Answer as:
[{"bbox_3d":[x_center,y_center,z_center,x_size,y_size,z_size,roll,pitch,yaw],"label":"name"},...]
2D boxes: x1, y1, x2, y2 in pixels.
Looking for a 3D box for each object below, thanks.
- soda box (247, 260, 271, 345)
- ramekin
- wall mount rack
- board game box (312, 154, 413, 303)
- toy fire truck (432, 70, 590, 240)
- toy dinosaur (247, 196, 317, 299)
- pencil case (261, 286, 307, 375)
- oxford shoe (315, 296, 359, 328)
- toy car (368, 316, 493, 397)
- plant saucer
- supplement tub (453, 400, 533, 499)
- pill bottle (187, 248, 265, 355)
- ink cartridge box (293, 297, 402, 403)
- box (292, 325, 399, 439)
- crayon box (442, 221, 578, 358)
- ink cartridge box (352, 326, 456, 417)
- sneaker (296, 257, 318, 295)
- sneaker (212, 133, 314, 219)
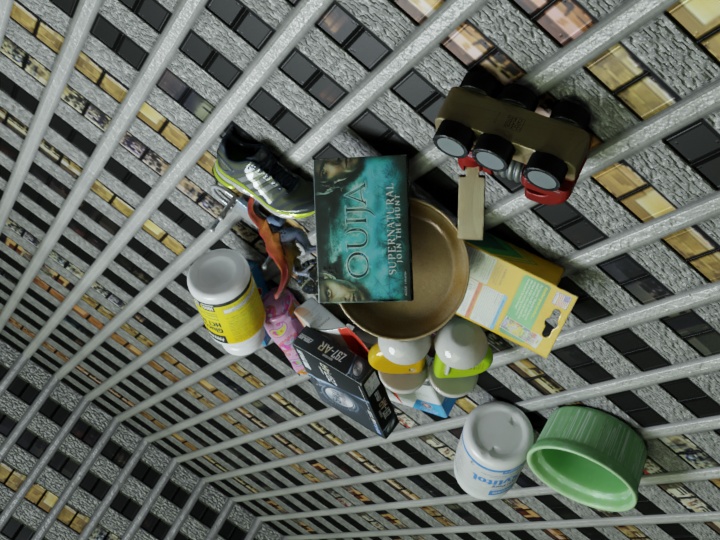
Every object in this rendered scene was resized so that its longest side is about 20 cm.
[{"bbox_3d":[-0.218,0.062,1.914,0.064,0.068,0.201,18,150,23],"label":"soda box"},{"bbox_3d":[0.399,0.323,1.693,0.199,0.098,0.201,24,152,14],"label":"ramekin"},{"bbox_3d":[-0.182,-0.066,1.642,0.199,0.075,0.174,35,165,-9],"label":"wall mount rack"},{"bbox_3d":[0.003,-0.057,1.350,0.134,0.202,0.028,-2,-177,11],"label":"board game box"},{"bbox_3d":[0.178,-0.118,1.188,0.175,0.129,0.200,22,163,17],"label":"toy fire truck"},{"bbox_3d":[-0.130,-0.066,1.538,0.181,0.200,0.106,29,122,23],"label":"toy dinosaur"},{"bbox_3d":[-0.133,0.122,1.912,0.087,0.088,0.201,12,148,32],"label":"pencil case"},{"bbox_3d":[-0.016,0.054,1.698,0.075,0.071,0.199,45,150,-21],"label":"oxford shoe"},{"bbox_3d":[0.114,0.109,1.565,0.198,0.151,0.175,4,150,2],"label":"toy car"},{"bbox_3d":[0.057,-0.003,1.375,0.199,0.202,0.035,26,-172,9],"label":"plant saucer"},{"bbox_3d":[0.248,0.342,1.840,0.131,0.132,0.201,24,152,13],"label":"supplement tub"},{"bbox_3d":[-0.233,0.064,1.750,0.112,0.113,0.201,18,147,23],"label":"pill bottle"},{"bbox_3d":[-0.023,0.151,1.703,0.200,0.050,0.163,41,166,52],"label":"ink cartridge box"},{"bbox_3d":[-0.024,0.197,1.700,0.160,0.044,0.201,27,155,31],"label":"box"},{"bbox_3d":[0.206,0.027,1.407,0.199,0.052,0.126,27,129,10],"label":"crayon box"},{"bbox_3d":[0.086,0.163,1.756,0.144,0.084,0.201,14,148,34],"label":"ink cartridge box"},{"bbox_3d":[0.000,0.000,1.602,0.198,0.078,0.085,-1,-179,20],"label":"sneaker"},{"bbox_3d":[-0.143,-0.145,1.501,0.199,0.074,0.081,23,148,12],"label":"sneaker"}]
